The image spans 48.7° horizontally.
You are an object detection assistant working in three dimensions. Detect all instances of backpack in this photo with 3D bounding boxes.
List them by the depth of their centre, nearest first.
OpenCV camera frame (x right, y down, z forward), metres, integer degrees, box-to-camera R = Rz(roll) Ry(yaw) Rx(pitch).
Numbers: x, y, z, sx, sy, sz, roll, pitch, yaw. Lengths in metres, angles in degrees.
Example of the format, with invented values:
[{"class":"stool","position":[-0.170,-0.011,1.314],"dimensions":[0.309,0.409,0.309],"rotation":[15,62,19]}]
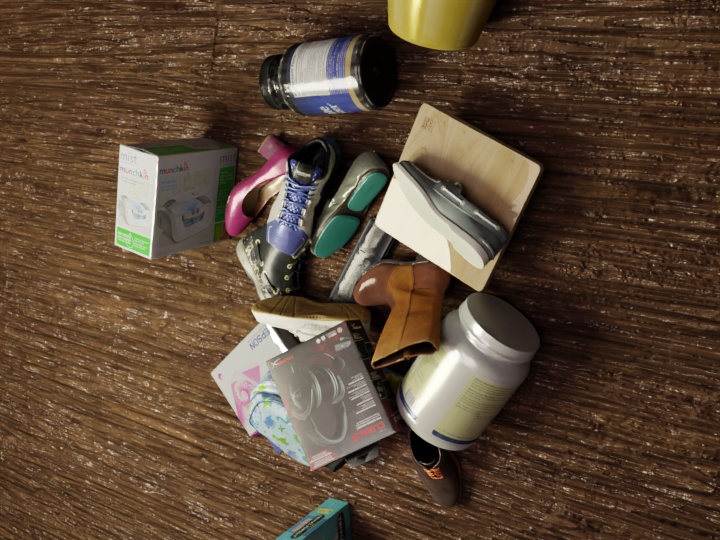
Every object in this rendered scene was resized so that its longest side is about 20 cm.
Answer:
[{"class":"backpack","position":[-0.089,0.241,1.331],"dimensions":[0.200,0.153,0.163],"rotation":[48,145,12]}]

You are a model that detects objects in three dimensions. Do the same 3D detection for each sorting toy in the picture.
[{"class":"sorting toy","position":[0.147,-0.110,1.156],"dimensions":[0.198,0.069,0.201],"rotation":[34,117,23]}]

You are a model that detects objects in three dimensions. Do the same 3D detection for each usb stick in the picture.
[{"class":"usb stick","position":[0.000,0.000,1.302],"dimensions":[0.055,0.033,0.201],"rotation":[34,118,12]}]

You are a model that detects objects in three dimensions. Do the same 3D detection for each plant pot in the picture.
[{"class":"plant pot","position":[0.115,-0.404,1.046],"dimensions":[0.200,0.200,0.190],"rotation":[30,131,24]}]

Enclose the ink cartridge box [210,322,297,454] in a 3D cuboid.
[{"class":"ink cartridge box","position":[-0.163,0.214,1.454],"dimensions":[0.196,0.043,0.201],"rotation":[-44,75,32]}]

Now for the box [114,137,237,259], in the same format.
[{"class":"box","position":[-0.318,-0.132,1.380],"dimensions":[0.096,0.200,0.178],"rotation":[19,110,27]}]

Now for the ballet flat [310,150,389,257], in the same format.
[{"class":"ballet flat","position":[-0.022,-0.108,1.283],"dimensions":[0.200,0.067,0.064],"rotation":[-52,45,30]}]

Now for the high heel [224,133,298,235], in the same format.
[{"class":"high heel","position":[-0.164,-0.126,1.356],"dimensions":[0.096,0.067,0.201],"rotation":[43,118,30]}]

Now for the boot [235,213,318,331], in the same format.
[{"class":"boot","position":[-0.111,-0.006,1.351],"dimensions":[0.154,0.073,0.204],"rotation":[-39,80,30]}]

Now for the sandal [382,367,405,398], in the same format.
[{"class":"sandal","position":[0.031,0.176,1.295],"dimensions":[0.199,0.087,0.080],"rotation":[31,112,0]}]

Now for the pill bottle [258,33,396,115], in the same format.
[{"class":"pill bottle","position":[-0.054,-0.296,1.221],"dimensions":[0.199,0.112,0.113],"rotation":[3,103,33]}]

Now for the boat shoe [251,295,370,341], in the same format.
[{"class":"boat shoe","position":[-0.082,0.090,1.306],"dimensions":[0.198,0.071,0.070],"rotation":[7,119,11]}]

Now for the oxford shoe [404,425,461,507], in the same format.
[{"class":"oxford shoe","position":[0.110,0.303,1.252],"dimensions":[0.071,0.073,0.201],"rotation":[-17,110,15]}]

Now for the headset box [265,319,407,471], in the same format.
[{"class":"headset box","position":[-0.032,0.196,1.207],"dimensions":[0.148,0.077,0.201],"rotation":[-27,79,16]}]

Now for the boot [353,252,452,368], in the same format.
[{"class":"boot","position":[0.050,0.071,1.189],"dimensions":[0.187,0.201,0.069],"rotation":[-13,129,28]}]

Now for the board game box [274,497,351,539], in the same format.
[{"class":"board game box","position":[-0.085,0.509,1.373],"dimensions":[0.047,0.200,0.152],"rotation":[3,103,33]}]

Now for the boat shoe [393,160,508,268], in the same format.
[{"class":"boat shoe","position":[0.124,-0.090,1.111],"dimensions":[0.062,0.073,0.200],"rotation":[-38,67,-10]}]

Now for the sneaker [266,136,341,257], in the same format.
[{"class":"sneaker","position":[-0.097,-0.127,1.245],"dimensions":[0.080,0.115,0.201],"rotation":[23,91,5]}]

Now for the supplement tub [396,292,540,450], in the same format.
[{"class":"supplement tub","position":[0.156,0.147,1.163],"dimensions":[0.145,0.145,0.201],"rotation":[41,120,19]}]
